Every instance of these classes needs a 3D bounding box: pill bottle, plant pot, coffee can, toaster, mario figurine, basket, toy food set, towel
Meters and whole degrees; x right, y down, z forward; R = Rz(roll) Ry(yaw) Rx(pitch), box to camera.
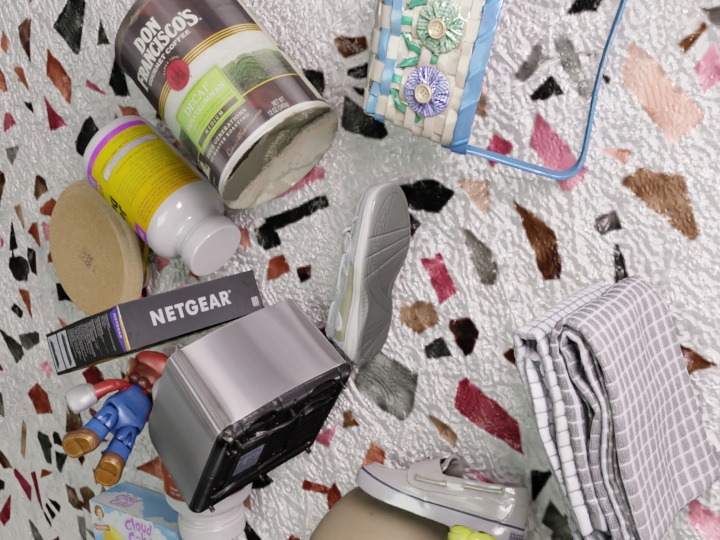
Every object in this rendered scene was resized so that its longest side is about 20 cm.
[{"bbox_3d":[-0.192,0.228,1.170,0.111,0.112,0.203,8,108,38],"label":"pill bottle"},{"bbox_3d":[0.004,0.353,1.029,0.198,0.134,0.203,13,112,36],"label":"plant pot"},{"bbox_3d":[-0.137,-0.186,0.972,0.201,0.146,0.147,51,129,15],"label":"coffee can"},{"bbox_3d":[-0.119,0.143,1.015,0.119,0.180,0.201,49,141,20],"label":"toaster"},{"bbox_3d":[-0.295,0.183,1.192,0.105,0.200,0.125,0,119,20],"label":"mario figurine"},{"bbox_3d":[-0.230,-0.085,1.109,0.200,0.104,0.105,43,127,22],"label":"pill bottle"},{"bbox_3d":[0.106,-0.174,0.786,0.197,0.139,0.179,9,114,1],"label":"basket"},{"bbox_3d":[-0.348,-0.021,1.268,0.197,0.048,0.202,37,124,26],"label":"toy food set"},{"bbox_3d":[0.209,0.116,0.761,0.085,0.165,0.203,-15,94,36],"label":"towel"}]

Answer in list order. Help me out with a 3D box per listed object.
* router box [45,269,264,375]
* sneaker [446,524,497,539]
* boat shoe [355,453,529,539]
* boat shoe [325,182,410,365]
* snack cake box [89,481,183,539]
[{"bbox_3d":[-0.235,0.059,1.095,0.156,0.199,0.053,-20,88,42],"label":"router box"},{"bbox_3d":[0.115,0.322,0.919,0.073,0.084,0.201,11,146,37],"label":"sneaker"},{"bbox_3d":[0.082,0.220,0.968,0.198,0.072,0.067,10,81,43],"label":"boat shoe"},{"bbox_3d":[0.001,0.000,0.963,0.064,0.074,0.204,29,129,31],"label":"boat shoe"},{"bbox_3d":[-0.291,0.381,1.332,0.198,0.067,0.117,4,107,39],"label":"snack cake box"}]
